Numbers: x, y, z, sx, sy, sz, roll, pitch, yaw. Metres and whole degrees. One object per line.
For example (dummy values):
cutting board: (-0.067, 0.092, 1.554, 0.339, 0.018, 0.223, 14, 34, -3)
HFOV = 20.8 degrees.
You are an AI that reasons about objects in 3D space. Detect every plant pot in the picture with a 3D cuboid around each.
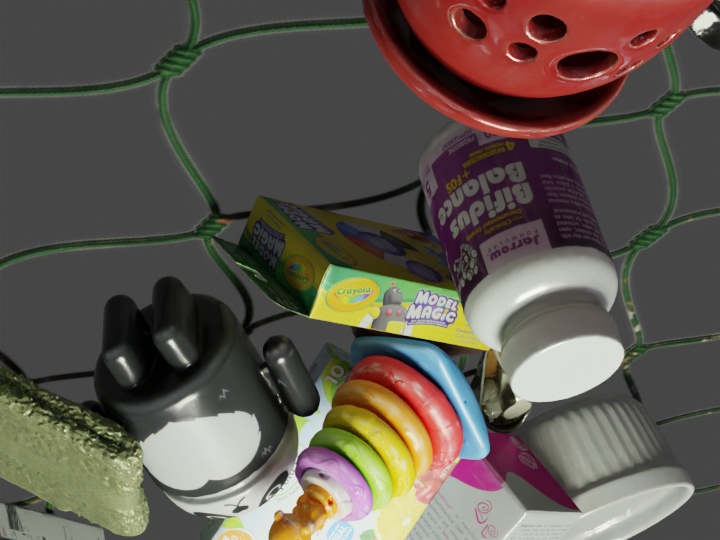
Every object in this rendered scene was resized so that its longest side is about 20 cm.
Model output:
plant pot: (0.103, -0.192, 1.122, 0.199, 0.202, 0.183, -1, 154, -24)

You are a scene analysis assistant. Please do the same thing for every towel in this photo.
towel: (-0.249, 0.124, 1.484, 0.199, 0.037, 0.149, 26, 150, 12)

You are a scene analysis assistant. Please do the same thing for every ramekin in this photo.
ramekin: (0.197, 0.195, 1.804, 0.199, 0.106, 0.200, -21, 161, -8)

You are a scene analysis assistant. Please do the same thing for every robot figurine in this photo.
robot figurine: (-0.126, 0.101, 1.493, 0.150, 0.125, 0.201, 11, 142, 39)

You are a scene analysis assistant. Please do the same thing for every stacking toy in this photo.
stacking toy: (-0.005, 0.150, 1.492, 0.109, 0.200, 0.117, 1, 127, 47)

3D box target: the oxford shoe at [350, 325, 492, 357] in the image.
oxford shoe: (0.089, 0.034, 1.573, 0.198, 0.072, 0.073, 3, 151, -5)

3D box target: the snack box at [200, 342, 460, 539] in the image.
snack box: (-0.022, 0.181, 1.627, 0.142, 0.053, 0.201, 32, 98, -12)

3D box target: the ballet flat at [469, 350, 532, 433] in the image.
ballet flat: (0.133, 0.073, 1.657, 0.067, 0.064, 0.201, -10, 147, -9)

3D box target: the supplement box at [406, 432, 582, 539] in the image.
supplement box: (0.080, 0.244, 1.698, 0.103, 0.101, 0.200, 10, 124, -53)

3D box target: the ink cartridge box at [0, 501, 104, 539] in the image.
ink cartridge box: (-0.338, 0.272, 1.721, 0.144, 0.084, 0.199, -34, 144, 27)

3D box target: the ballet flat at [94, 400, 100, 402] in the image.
ballet flat: (-0.143, 0.122, 1.616, 0.199, 0.067, 0.067, 21, 111, -49)

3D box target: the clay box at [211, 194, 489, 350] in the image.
clay box: (0.000, 0.000, 1.431, 0.199, 0.115, 0.048, 13, 110, -38)

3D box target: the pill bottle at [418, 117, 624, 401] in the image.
pill bottle: (0.117, -0.013, 1.388, 0.111, 0.201, 0.113, -12, 148, -8)

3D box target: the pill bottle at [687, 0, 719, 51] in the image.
pill bottle: (0.281, -0.228, 1.221, 0.200, 0.112, 0.112, -36, 144, 28)
